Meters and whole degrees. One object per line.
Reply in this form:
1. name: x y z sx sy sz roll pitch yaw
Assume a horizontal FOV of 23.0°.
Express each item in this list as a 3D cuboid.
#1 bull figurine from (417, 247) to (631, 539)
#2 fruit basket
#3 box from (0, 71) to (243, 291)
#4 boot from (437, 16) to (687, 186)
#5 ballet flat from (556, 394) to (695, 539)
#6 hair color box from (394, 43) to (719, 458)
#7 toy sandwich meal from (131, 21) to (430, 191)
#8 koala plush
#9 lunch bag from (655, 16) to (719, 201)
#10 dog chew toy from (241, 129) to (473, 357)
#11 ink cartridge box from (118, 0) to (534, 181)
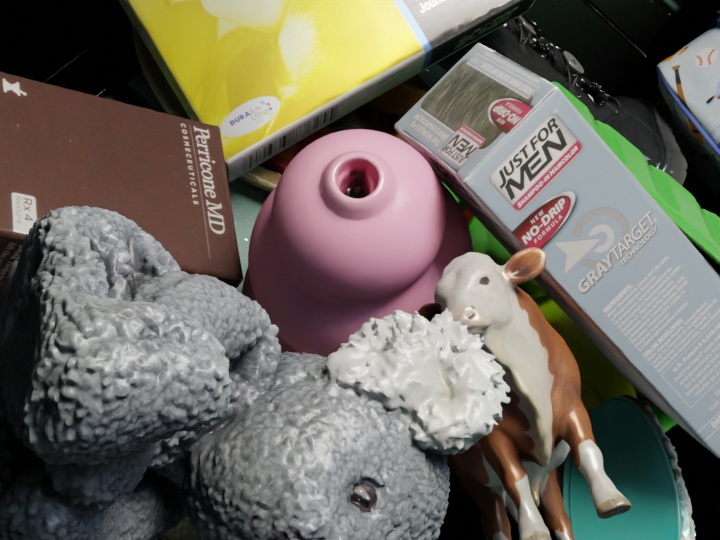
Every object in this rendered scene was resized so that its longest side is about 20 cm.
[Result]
1. bull figurine: 0.072 0.072 0.810 0.065 0.200 0.122 -18 67 -2
2. fruit basket: 0.120 0.028 0.964 0.215 0.155 0.216 31 36 -26
3. box: -0.162 -0.033 0.846 0.200 0.075 0.100 12 50 -33
4. boot: 0.097 -0.121 1.082 0.200 0.066 0.165 33 9 -13
5. ballet flat: 0.140 0.165 0.885 0.072 0.072 0.201 9 61 -33
6. hair color box: 0.112 -0.009 0.834 0.200 0.061 0.099 45 1 -25
7. toy sandwich meal: -0.042 -0.133 1.021 0.205 0.070 0.206 21 46 -23
8. koala plush: -0.050 0.071 0.713 0.199 0.178 0.184 14 28 -17
9. lunch bag: 0.268 -0.064 1.137 0.160 0.076 0.200 54 7 28
10. dog chew toy: 0.000 0.000 0.847 0.124 0.200 0.125 0 68 1
11. ink cartridge box: -0.038 -0.182 0.958 0.197 0.047 0.200 -31 84 -9
